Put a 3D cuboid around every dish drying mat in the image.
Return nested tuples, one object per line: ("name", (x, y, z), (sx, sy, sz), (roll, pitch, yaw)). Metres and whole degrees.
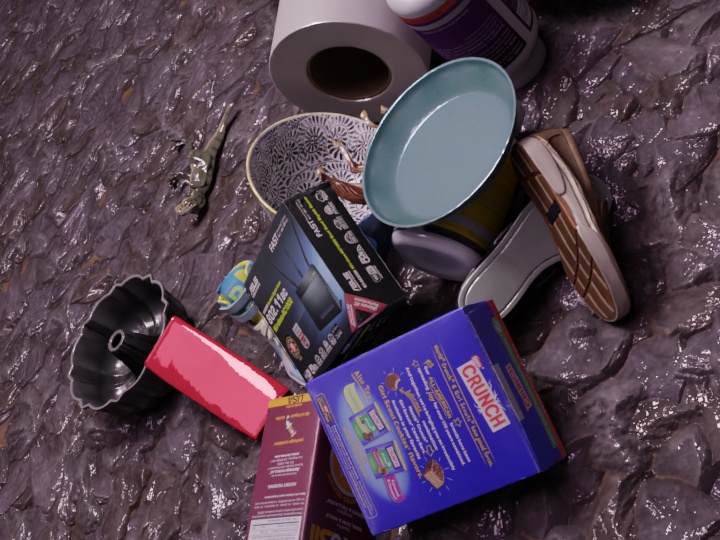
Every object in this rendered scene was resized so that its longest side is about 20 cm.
("dish drying mat", (-0.180, 0.133, 1.402), (0.200, 0.018, 0.077), (28, 85, 29))

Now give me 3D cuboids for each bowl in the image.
("bowl", (-0.042, -0.092, 1.383), (0.094, 0.200, 0.201), (101, 165, -50))

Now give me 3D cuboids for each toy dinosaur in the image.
("toy dinosaur", (-0.249, -0.162, 1.699), (0.088, 0.047, 0.200), (2, 65, 30))

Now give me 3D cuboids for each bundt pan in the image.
("bundt pan", (-0.307, 0.109, 1.551), (0.202, 0.076, 0.202), (-25, 50, 33))

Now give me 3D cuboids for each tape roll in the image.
("tape roll", (-0.008, -0.300, 1.430), (0.202, 0.203, 0.139), (-17, 54, 37))

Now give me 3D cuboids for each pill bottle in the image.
("pill bottle", (0.126, -0.290, 1.290), (0.112, 0.200, 0.113), (-24, 49, 32))
("pill bottle", (0.114, -0.098, 1.243), (0.112, 0.112, 0.200), (4, 68, 46))

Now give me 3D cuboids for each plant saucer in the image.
("plant saucer", (0.088, -0.126, 1.173), (0.200, 0.036, 0.200), (-26, 48, 33))

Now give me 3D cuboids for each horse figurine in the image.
("horse figurine", (0.036, -0.132, 1.330), (0.132, 0.050, 0.200), (30, 56, 21))

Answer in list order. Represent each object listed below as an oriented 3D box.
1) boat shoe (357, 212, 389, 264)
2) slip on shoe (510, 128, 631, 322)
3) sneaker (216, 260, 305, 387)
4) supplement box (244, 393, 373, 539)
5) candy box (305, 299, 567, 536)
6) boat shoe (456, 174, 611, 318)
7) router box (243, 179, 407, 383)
("boat shoe", (0.000, 0.000, 1.288), (0.069, 0.084, 0.200), (-61, 8, -29))
("slip on shoe", (0.219, -0.048, 1.105), (0.060, 0.076, 0.200), (-23, 74, -16))
("sneaker", (-0.104, 0.062, 1.339), (0.080, 0.130, 0.200), (-51, 41, 4))
("supplement box", (-0.047, 0.241, 1.178), (0.086, 0.110, 0.200), (-15, 55, 37))
("candy box", (0.070, 0.143, 1.094), (0.200, 0.077, 0.169), (-28, 84, 31))
("boat shoe", (0.174, -0.022, 1.168), (0.200, 0.076, 0.060), (-39, 0, -3))
("router box", (-0.044, 0.021, 1.211), (0.150, 0.062, 0.200), (56, 150, 15))
